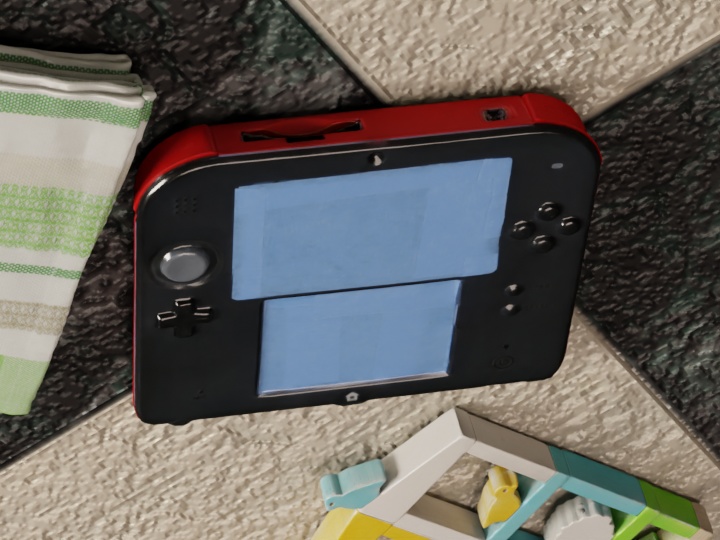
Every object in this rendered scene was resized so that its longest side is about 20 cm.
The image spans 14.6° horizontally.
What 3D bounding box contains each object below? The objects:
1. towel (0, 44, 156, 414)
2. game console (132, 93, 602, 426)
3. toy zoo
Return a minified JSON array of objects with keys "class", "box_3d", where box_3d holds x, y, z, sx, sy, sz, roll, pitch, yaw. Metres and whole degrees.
[{"class":"towel","box_3d":[-0.182,-0.019,1.150,0.149,0.031,0.200,8,134,-20]},{"class":"game console","box_3d":[0.000,0.000,1.215,0.200,0.031,0.177,-6,136,-10]},{"class":"toy zoo","box_3d":[0.059,0.133,1.375,0.200,0.020,0.131,22,125,-33]}]
